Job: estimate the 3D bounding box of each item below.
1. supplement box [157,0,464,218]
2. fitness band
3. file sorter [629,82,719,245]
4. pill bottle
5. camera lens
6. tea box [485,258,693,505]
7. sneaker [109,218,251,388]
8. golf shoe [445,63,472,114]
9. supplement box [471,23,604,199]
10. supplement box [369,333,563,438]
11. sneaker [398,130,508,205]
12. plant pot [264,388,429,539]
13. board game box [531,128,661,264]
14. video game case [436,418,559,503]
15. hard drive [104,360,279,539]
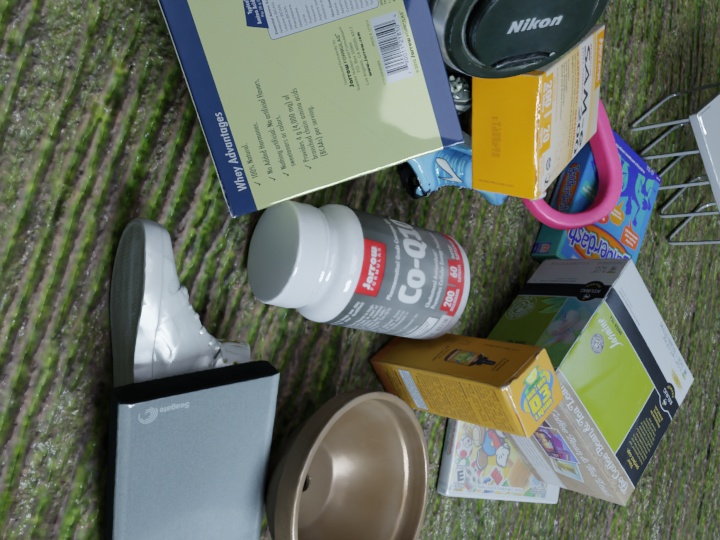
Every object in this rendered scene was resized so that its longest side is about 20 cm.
[{"bbox_3d":[-0.044,-0.175,0.643,0.198,0.134,0.201,-18,102,-3],"label":"supplement box"},{"bbox_3d":[0.249,-0.151,0.929,0.143,0.037,0.202,-15,88,-20],"label":"fitness band"},{"bbox_3d":[0.490,-0.152,1.079,0.138,0.124,0.201,-36,110,-29],"label":"file sorter"},{"bbox_3d":[0.000,0.000,0.737,0.199,0.114,0.115,12,83,-35],"label":"pill bottle"},{"bbox_3d":[0.113,-0.281,0.645,0.159,0.160,0.201,3,56,-35],"label":"camera lens"},{"bbox_3d":[0.260,0.124,0.886,0.197,0.133,0.200,-48,116,-27],"label":"tea box"},{"bbox_3d":[-0.152,0.053,0.660,0.115,0.073,0.202,-4,103,-37],"label":"sneaker"},{"bbox_3d":[0.033,-0.225,0.771,0.200,0.088,0.077,40,81,7],"label":"golf shoe"},{"bbox_3d":[0.188,-0.173,0.786,0.200,0.073,0.127,-43,137,-45],"label":"supplement box"},{"bbox_3d":[0.100,0.107,0.757,0.066,0.199,0.069,-37,110,-29],"label":"supplement box"},{"bbox_3d":[0.084,-0.117,0.836,0.199,0.078,0.090,25,95,-30],"label":"sneaker"},{"bbox_3d":[-0.026,0.210,0.721,0.200,0.092,0.203,-5,96,-51],"label":"plant pot"},{"bbox_3d":[0.319,-0.074,1.006,0.152,0.045,0.201,31,74,-31],"label":"board game box"},{"bbox_3d":[0.186,0.189,0.928,0.199,0.023,0.183,15,81,-34],"label":"video game case"},{"bbox_3d":[-0.145,0.180,0.643,0.139,0.033,0.201,-7,115,-36],"label":"hard drive"}]
